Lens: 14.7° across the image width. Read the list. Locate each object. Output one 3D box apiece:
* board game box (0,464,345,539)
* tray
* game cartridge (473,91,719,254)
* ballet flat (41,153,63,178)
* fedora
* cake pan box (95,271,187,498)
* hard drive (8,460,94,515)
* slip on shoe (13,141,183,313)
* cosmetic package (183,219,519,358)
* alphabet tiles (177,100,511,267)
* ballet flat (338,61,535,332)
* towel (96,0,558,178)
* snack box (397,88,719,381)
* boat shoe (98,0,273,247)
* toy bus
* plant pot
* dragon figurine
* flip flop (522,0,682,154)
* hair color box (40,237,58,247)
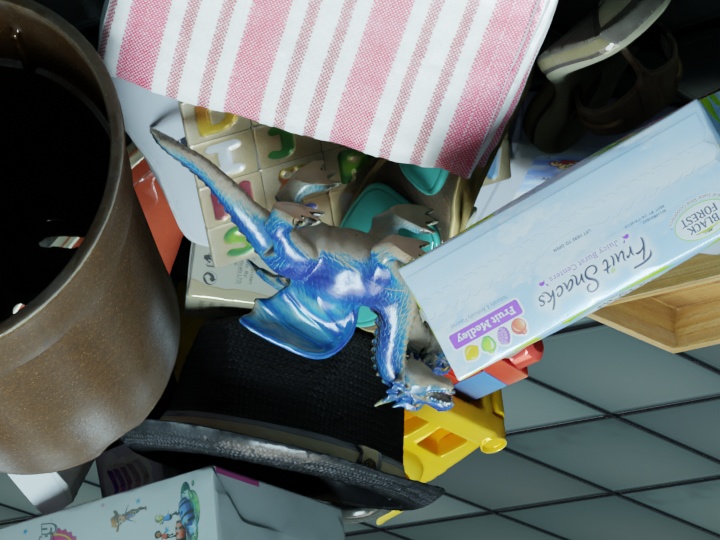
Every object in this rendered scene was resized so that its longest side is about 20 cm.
[{"bbox_3d":[-0.127,0.180,1.646,0.200,0.064,0.147,-19,156,25],"label":"board game box"},{"bbox_3d":[0.235,0.004,1.672,0.099,0.037,0.200,22,155,-40],"label":"tray"},{"bbox_3d":[0.133,-0.054,1.536,0.200,0.042,0.133,7,164,-6],"label":"game cartridge"},{"bbox_3d":[-0.168,-0.070,1.537,0.069,0.070,0.200,11,163,-17],"label":"ballet flat"},{"bbox_3d":[-0.041,0.078,1.623,0.200,0.092,0.201,11,170,2],"label":"fedora"},{"bbox_3d":[-0.112,0.096,1.778,0.052,0.185,0.200,-22,153,18],"label":"cake pan box"},{"bbox_3d":[-0.209,0.067,1.708,0.026,0.132,0.200,-38,-172,10],"label":"hard drive"},{"bbox_3d":[-0.124,-0.016,1.549,0.200,0.061,0.074,-48,157,19],"label":"slip on shoe"},{"bbox_3d":[0.000,0.000,1.632,0.200,0.073,0.104,8,172,-2],"label":"cosmetic package"},{"bbox_3d":[-0.004,-0.067,1.425,0.166,0.006,0.200,-16,142,-6],"label":"alphabet tiles"},{"bbox_3d":[0.042,-0.045,1.421,0.063,0.069,0.200,-25,153,-38],"label":"ballet flat"},{"bbox_3d":[-0.016,-0.123,1.296,0.200,0.030,0.146,16,134,-6],"label":"towel"},{"bbox_3d":[0.128,-0.027,1.361,0.168,0.068,0.200,-30,177,21],"label":"snack box"},{"bbox_3d":[-0.091,-0.097,1.410,0.071,0.070,0.200,-22,142,-1],"label":"boat shoe"},{"bbox_3d":[0.008,0.056,1.753,0.192,0.136,0.200,-27,143,33],"label":"toy bus"},{"bbox_3d":[-0.185,-0.005,1.380,0.200,0.201,0.198,0,155,13],"label":"plant pot"},{"bbox_3d":[-0.025,0.004,1.389,0.200,0.059,0.100,20,123,-10],"label":"dragon figurine"},{"bbox_3d":[0.123,-0.093,1.347,0.058,0.081,0.200,47,165,8],"label":"flip flop"},{"bbox_3d":[-0.233,-0.009,1.639,0.200,0.061,0.100,10,-159,-14],"label":"hair color box"}]
